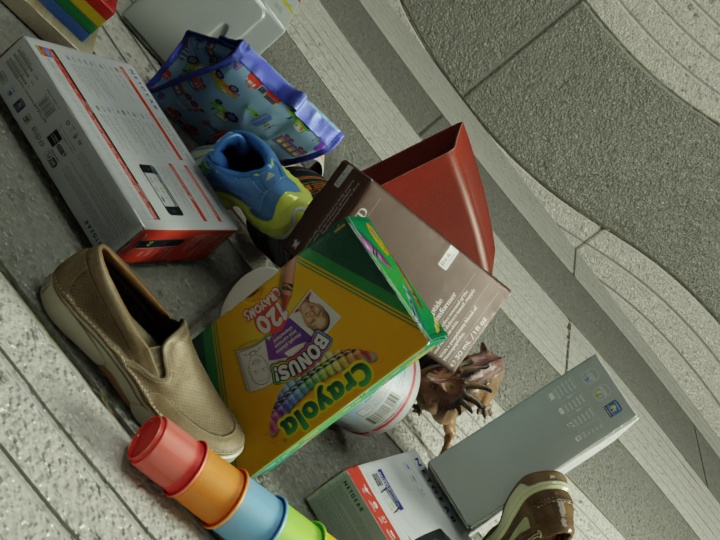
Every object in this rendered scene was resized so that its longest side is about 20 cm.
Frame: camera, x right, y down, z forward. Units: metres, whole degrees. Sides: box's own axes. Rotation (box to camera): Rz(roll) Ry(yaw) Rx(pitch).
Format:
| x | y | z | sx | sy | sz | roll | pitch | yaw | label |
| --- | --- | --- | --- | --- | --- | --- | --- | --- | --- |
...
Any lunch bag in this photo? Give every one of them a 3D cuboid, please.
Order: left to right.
| x | y | z | sx | sy | sz | roll | pitch | yaw | label |
| --- | --- | --- | --- | --- | --- | --- | --- | --- | --- |
| -0.117 | -0.176 | 1.270 | 0.150 | 0.095 | 0.199 | 43 | -17 | -29 | lunch bag |

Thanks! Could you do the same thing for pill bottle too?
| x | y | z | sx | sy | sz | roll | pitch | yaw | label |
| --- | --- | --- | --- | --- | --- | --- | --- | --- | --- |
| -0.037 | 0.074 | 1.119 | 0.200 | 0.108 | 0.109 | 36 | 24 | -46 | pill bottle |
| -0.037 | -0.032 | 1.225 | 0.106 | 0.106 | 0.200 | 42 | -2 | -32 | pill bottle |

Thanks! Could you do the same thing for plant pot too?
| x | y | z | sx | sy | sz | roll | pitch | yaw | label |
| --- | --- | --- | --- | --- | --- | --- | --- | --- | --- |
| 0.078 | -0.057 | 1.578 | 0.178 | 0.198 | 0.200 | 63 | 15 | -11 | plant pot |

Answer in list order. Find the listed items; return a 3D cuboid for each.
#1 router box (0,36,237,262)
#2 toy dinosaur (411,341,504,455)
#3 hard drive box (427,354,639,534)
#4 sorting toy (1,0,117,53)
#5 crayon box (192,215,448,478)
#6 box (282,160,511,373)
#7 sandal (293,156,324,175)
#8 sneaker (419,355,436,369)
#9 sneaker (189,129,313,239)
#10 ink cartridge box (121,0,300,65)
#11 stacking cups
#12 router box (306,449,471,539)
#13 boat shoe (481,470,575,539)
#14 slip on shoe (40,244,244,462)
| x | y | z | sx | sy | sz | roll | pitch | yaw | label |
| --- | --- | --- | --- | --- | --- | --- | --- | --- | --- |
| -0.215 | -0.103 | 1.072 | 0.201 | 0.049 | 0.179 | 56 | 17 | 11 | router box |
| 0.118 | 0.126 | 1.347 | 0.086 | 0.136 | 0.199 | 39 | 45 | 17 | toy dinosaur |
| 0.170 | 0.184 | 1.223 | 0.077 | 0.199 | 0.156 | 56 | -7 | 15 | hard drive box |
| -0.326 | -0.331 | 1.220 | 0.199 | 0.069 | 0.201 | 44 | 19 | -27 | sorting toy |
| -0.044 | 0.063 | 0.963 | 0.119 | 0.199 | 0.058 | 55 | 17 | 10 | crayon box |
| 0.036 | -0.002 | 1.114 | 0.199 | 0.101 | 0.075 | 35 | 2 | -29 | box |
| -0.083 | -0.114 | 1.442 | 0.059 | 0.079 | 0.207 | 49 | 26 | -14 | sandal |
| 0.040 | 0.080 | 1.399 | 0.116 | 0.075 | 0.200 | 52 | 6 | 16 | sneaker |
| -0.123 | -0.107 | 1.178 | 0.199 | 0.076 | 0.106 | 26 | -26 | 43 | sneaker |
| -0.176 | -0.322 | 1.471 | 0.145 | 0.145 | 0.200 | 47 | 17 | -16 | ink cartridge box |
| -0.082 | 0.175 | 0.880 | 0.200 | 0.060 | 0.061 | 46 | 18 | -24 | stacking cups |
| 0.054 | 0.265 | 1.081 | 0.201 | 0.049 | 0.179 | 57 | 17 | 14 | router box |
| 0.155 | 0.279 | 1.144 | 0.204 | 0.074 | 0.075 | 99 | -19 | -45 | boat shoe |
| -0.151 | 0.064 | 0.906 | 0.200 | 0.060 | 0.076 | 49 | 23 | -10 | slip on shoe |
